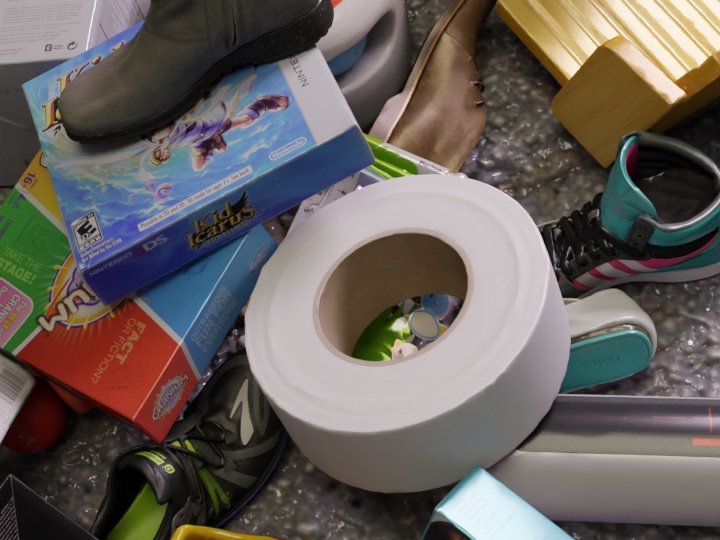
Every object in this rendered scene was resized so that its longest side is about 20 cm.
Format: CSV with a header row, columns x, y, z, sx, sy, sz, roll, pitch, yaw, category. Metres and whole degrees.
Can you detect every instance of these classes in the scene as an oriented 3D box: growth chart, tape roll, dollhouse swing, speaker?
x,y,z,sx,sy,sz,roll,pitch,yaw,category
0.000,0.000,0.977,0.143,0.018,0.202,18,77,11,growth chart
0.029,0.035,0.876,0.200,0.071,0.204,-12,48,14,tape roll
0.220,-0.207,0.998,0.199,0.182,0.177,-31,83,-15,dollhouse swing
0.175,0.119,0.869,0.197,0.081,0.082,1,59,11,speaker

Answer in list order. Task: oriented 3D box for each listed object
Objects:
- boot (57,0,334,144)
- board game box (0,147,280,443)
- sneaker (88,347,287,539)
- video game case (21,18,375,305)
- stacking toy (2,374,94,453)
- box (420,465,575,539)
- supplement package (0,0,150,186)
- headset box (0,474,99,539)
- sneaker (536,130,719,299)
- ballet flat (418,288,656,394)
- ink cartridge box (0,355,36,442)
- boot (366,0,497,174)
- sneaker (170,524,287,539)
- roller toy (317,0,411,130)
x,y,z,sx,sy,sz,roll,pitch,yaw,category
-0.120,-0.170,0.856,0.198,0.131,0.068,-27,52,1,boot
-0.173,0.006,0.934,0.199,0.040,0.154,22,73,31,board game box
-0.114,0.134,0.909,0.070,0.083,0.200,29,69,22,sneaker
-0.113,-0.099,0.918,0.198,0.046,0.182,-27,52,2,video game case
-0.176,0.053,0.976,0.200,0.086,0.085,-42,61,-10,stacking toy
0.121,0.209,0.800,0.199,0.083,0.049,36,44,18,box
-0.245,-0.193,1.088,0.150,0.151,0.202,-3,59,10,supplement package
-0.244,0.208,0.839,0.077,0.200,0.149,39,67,-11,headset box
0.164,-0.031,0.935,0.198,0.121,0.084,-14,58,2,sneaker
0.098,0.058,0.933,0.198,0.070,0.070,-15,58,6,ballet flat
-0.287,0.160,0.871,0.050,0.161,0.201,32,101,-10,ink cartridge box
0.069,-0.137,1.057,0.075,0.074,0.201,26,72,6,boot
-0.028,0.204,0.854,0.197,0.077,0.074,7,59,4,sneaker
-0.055,-0.200,1.065,0.180,0.140,0.202,-2,59,9,roller toy
